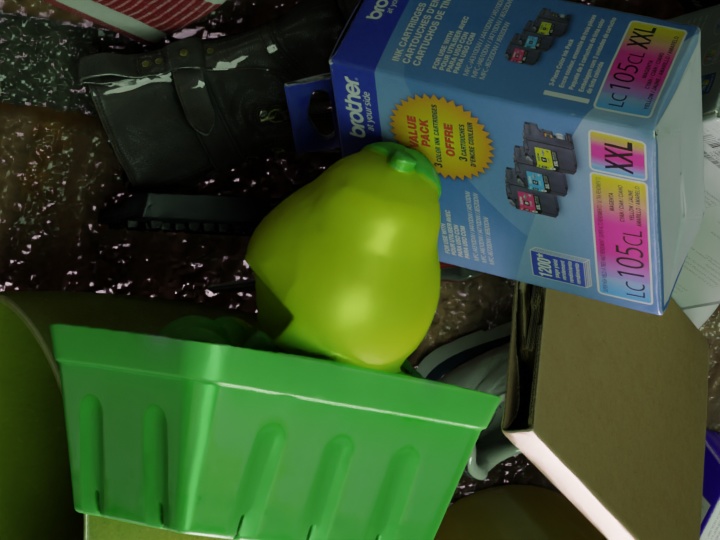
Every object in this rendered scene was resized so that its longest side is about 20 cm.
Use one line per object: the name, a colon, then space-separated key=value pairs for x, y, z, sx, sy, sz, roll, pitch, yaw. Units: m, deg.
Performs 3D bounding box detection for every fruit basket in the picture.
fruit basket: x=-0.032 y=0.034 z=1.440 sx=0.215 sy=0.155 sz=0.217 roll=-4 pitch=96 yaw=-41

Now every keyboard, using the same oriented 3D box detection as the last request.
keyboard: x=-0.034 y=-0.016 z=1.570 sx=0.199 sy=0.104 sz=0.040 roll=1 pitch=82 yaw=-19

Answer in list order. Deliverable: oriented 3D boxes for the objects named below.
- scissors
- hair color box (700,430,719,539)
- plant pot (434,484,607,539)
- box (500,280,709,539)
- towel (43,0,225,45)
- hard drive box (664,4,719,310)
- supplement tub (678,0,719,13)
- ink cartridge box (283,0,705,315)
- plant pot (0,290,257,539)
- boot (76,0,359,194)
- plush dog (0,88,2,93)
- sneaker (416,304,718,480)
scissors: x=0.000 y=0.000 z=1.575 sx=0.073 sy=0.014 sz=0.200 roll=-21 pitch=166 yaw=30
hair color box: x=0.272 y=0.176 z=1.800 sx=0.199 sy=0.065 sz=0.110 roll=17 pitch=110 yaw=-24
plant pot: x=0.108 y=0.227 z=1.697 sx=0.200 sy=0.189 sz=0.202 roll=-8 pitch=119 yaw=-14
box: x=0.133 y=0.061 z=1.557 sx=0.021 sy=0.164 sz=0.200 roll=-11 pitch=144 yaw=27
towel: x=-0.109 y=-0.172 z=1.435 sx=0.144 sy=0.200 sz=0.023 roll=23 pitch=63 yaw=-27
hard drive box: x=0.184 y=-0.057 z=1.557 sx=0.156 sy=0.200 sz=0.077 roll=35 pitch=64 yaw=-27
supplement tub: x=0.211 y=-0.186 z=1.549 sx=0.122 sy=0.123 sz=0.200 roll=-35 pitch=122 yaw=2
ink cartridge box: x=0.064 y=-0.067 z=1.449 sx=0.199 sy=0.077 sz=0.137 roll=15 pitch=142 yaw=20
plant pot: x=-0.100 y=0.091 z=1.579 sx=0.199 sy=0.187 sz=0.188 roll=-9 pitch=121 yaw=-31
boot: x=-0.044 y=-0.077 z=1.560 sx=0.173 sy=0.069 sz=0.200 roll=-21 pitch=140 yaw=10
plush dog: x=-0.266 y=-0.114 z=1.387 sx=0.160 sy=0.172 sz=0.201 roll=-18 pitch=119 yaw=0
sneaker: x=0.129 y=0.054 z=1.676 sx=0.199 sy=0.081 sz=0.077 roll=-31 pitch=120 yaw=-4
